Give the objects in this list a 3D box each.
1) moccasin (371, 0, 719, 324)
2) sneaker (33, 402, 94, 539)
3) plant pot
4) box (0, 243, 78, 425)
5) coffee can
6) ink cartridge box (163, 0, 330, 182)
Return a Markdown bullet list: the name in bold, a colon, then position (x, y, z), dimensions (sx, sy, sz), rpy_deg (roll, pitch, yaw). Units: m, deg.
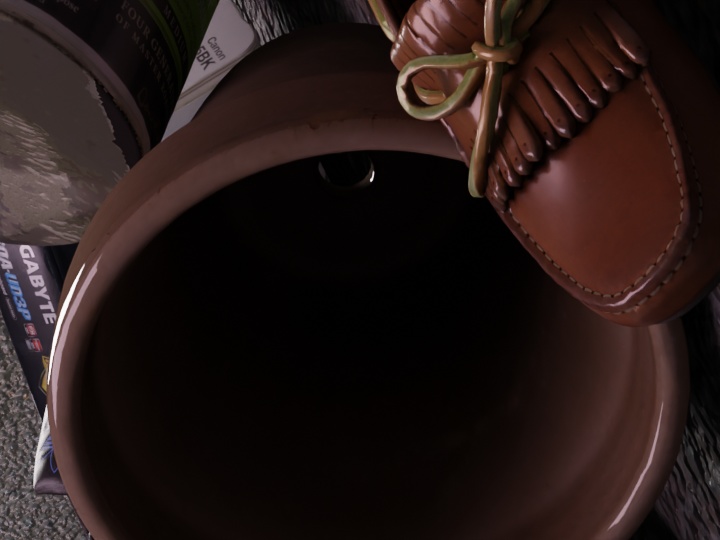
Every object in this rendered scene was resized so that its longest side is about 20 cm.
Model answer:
- **moccasin**: position (0.040, -0.070, 0.692), dimensions (0.078, 0.074, 0.202), rpy_deg (18, -138, -48)
- **sneaker**: position (-0.057, 0.099, 0.950), dimensions (0.070, 0.078, 0.200), rpy_deg (-4, 141, 36)
- **plant pot**: position (0.000, 0.000, 0.852), dimensions (0.175, 0.199, 0.201), rpy_deg (-94, -10, -60)
- **box**: position (-0.109, -0.006, 1.295), dimensions (0.046, 0.200, 0.159), rpy_deg (-3, 116, 30)
- **coffee can**: position (-0.115, -0.131, 0.929), dimensions (0.147, 0.146, 0.200), rpy_deg (86, -160, -56)
- **ink cartridge box**: position (-0.067, -0.045, 1.161), dimensions (0.147, 0.083, 0.200), rpy_deg (56, 175, 48)
